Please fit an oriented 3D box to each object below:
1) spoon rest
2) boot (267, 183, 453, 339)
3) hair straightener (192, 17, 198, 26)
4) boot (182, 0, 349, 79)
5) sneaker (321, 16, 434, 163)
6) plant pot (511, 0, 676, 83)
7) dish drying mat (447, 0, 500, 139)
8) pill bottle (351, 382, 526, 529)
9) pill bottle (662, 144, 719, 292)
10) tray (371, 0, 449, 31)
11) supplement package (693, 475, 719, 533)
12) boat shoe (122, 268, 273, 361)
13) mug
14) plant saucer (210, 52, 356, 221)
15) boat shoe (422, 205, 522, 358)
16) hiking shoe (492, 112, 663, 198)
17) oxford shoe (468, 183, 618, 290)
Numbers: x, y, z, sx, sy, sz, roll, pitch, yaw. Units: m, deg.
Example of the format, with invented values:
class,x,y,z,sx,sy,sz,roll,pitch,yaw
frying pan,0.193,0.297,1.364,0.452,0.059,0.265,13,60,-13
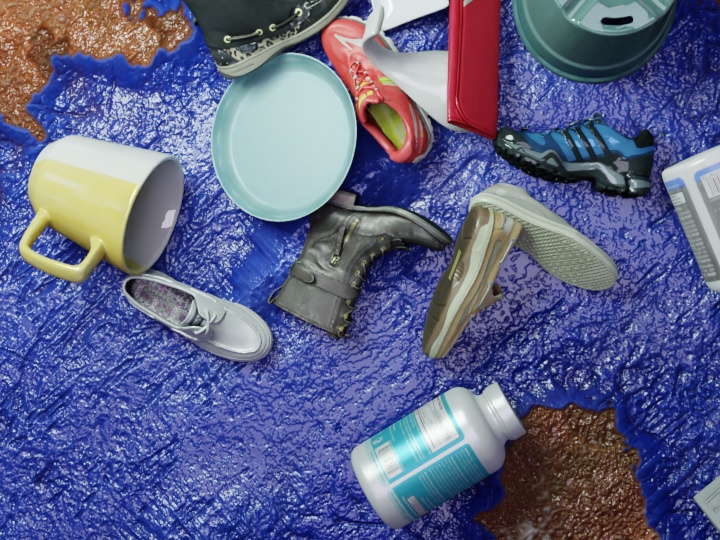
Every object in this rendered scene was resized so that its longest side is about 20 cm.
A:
class,x,y,z,sx,sy,sz,roll,pitch,yaw
spoon rest,0.076,-0.235,1.375,0.199,0.060,0.100,30,62,-30
boot,0.000,0.000,1.425,0.198,0.069,0.176,18,94,14
hair straightener,-0.137,-0.372,1.426,0.077,0.041,0.200,43,100,2
boot,-0.114,-0.335,1.369,0.202,0.074,0.154,-34,131,2
sneaker,0.017,-0.216,1.391,0.077,0.085,0.201,-36,89,29
plant pot,0.274,-0.325,1.320,0.197,0.196,0.203,0,92,5
dish drying mat,0.135,-0.259,1.377,0.076,0.018,0.203,15,70,-36
pill bottle,0.096,0.214,1.400,0.199,0.111,0.112,-31,90,5
pill bottle,0.439,-0.044,1.360,0.113,0.114,0.202,-23,91,5
tray,0.045,-0.399,1.406,0.106,0.022,0.203,-13,91,35
supplement package,0.500,0.293,1.325,0.150,0.200,0.152,-40,90,5
boat shoe,-0.201,0.054,1.437,0.199,0.069,0.072,32,95,3
mug,-0.318,-0.086,1.393,0.152,0.186,0.151,21,109,12
plant saucer,-0.090,-0.159,1.414,0.198,0.027,0.203,-2,86,24
boat shoe,0.136,0.024,1.395,0.075,0.072,0.202,16,118,-13
hiking shoe,0.255,-0.148,1.398,0.197,0.074,0.088,15,86,-6
oxford shoe,0.224,-0.045,1.405,0.199,0.058,0.076,30,136,2
